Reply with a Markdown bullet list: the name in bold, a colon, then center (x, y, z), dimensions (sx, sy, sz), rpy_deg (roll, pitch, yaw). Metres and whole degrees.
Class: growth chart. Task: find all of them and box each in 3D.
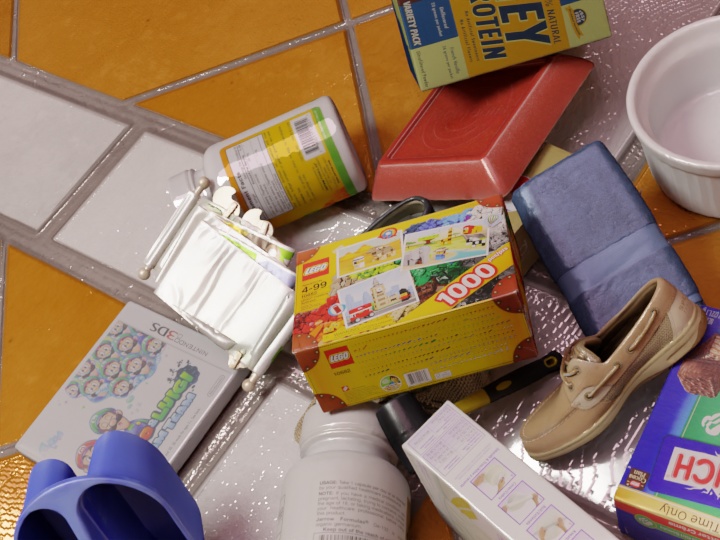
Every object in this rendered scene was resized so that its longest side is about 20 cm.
- **growth chart**: center (-0.134, 0.006, 1.255), dimensions (0.200, 0.018, 0.145), rpy_deg (42, 90, 20)

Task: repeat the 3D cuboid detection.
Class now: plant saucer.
- **plant saucer**: center (0.118, -0.156, 1.292), dimensions (0.199, 0.037, 0.200), rpy_deg (3, 49, 49)

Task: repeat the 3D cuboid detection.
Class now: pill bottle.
- **pill bottle**: center (-0.102, -0.102, 1.341), dimensions (0.199, 0.111, 0.111), rpy_deg (-23, 49, 4)
- **pill bottle**: center (-0.014, 0.217, 1.061), dimensions (0.114, 0.115, 0.201), rpy_deg (-8, 50, 16)

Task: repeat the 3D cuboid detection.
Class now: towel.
- **towel**: center (0.230, -0.012, 1.144), dimensions (0.111, 0.049, 0.201), rpy_deg (-28, 74, 1)

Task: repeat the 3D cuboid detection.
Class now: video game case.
- **video game case**: center (-0.233, 0.139, 1.268), dimensions (0.182, 0.024, 0.200), rpy_deg (21, 65, 33)

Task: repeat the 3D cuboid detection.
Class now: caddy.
- **caddy**: center (-0.214, 0.240, 1.079), dimensions (0.141, 0.200, 0.105), rpy_deg (-24, 33, 6)

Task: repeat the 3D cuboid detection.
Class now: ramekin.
- **ramekin**: center (0.365, -0.146, 1.196), dimensions (0.200, 0.098, 0.201), rpy_deg (-10, 52, 14)

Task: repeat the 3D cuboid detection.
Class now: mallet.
- **mallet**: center (0.100, 0.107, 1.102), dimensions (0.200, 0.041, 0.066), rpy_deg (-30, 75, -33)

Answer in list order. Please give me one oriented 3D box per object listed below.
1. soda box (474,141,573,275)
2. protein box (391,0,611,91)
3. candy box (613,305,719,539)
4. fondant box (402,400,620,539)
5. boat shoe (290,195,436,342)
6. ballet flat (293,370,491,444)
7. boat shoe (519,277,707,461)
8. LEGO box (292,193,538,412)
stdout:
- **soda box**: center (0.140, -0.035, 1.221), dimensions (0.064, 0.068, 0.200), rpy_deg (29, 69, 35)
- **protein box**: center (0.136, -0.292, 1.308), dimensions (0.199, 0.135, 0.199), rpy_deg (-16, 15, 3)
- **candy box**: center (0.323, 0.145, 1.006), dimensions (0.169, 0.077, 0.200), rpy_deg (16, 63, 31)
- **fondant box**: center (0.133, 0.211, 0.987), dimensions (0.058, 0.144, 0.200), rpy_deg (-43, 51, -14)
- **boat shoe**: center (0.000, 0.000, 1.255), dimensions (0.200, 0.060, 0.076), rpy_deg (-45, 52, -14)
- **ballet flat**: center (0.021, 0.108, 1.155), dimensions (0.199, 0.075, 0.068), rpy_deg (-16, 37, 11)
- **boat shoe**: center (0.204, 0.084, 1.066), dimensions (0.200, 0.064, 0.071), rpy_deg (-46, 19, 18)
- **LEGO box**: center (0.047, 0.027, 1.095), dimensions (0.199, 0.077, 0.149), rpy_deg (-16, 35, 10)
